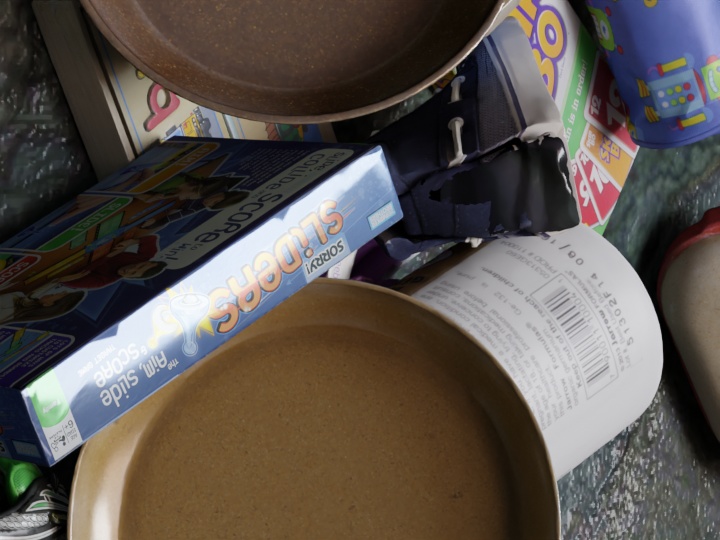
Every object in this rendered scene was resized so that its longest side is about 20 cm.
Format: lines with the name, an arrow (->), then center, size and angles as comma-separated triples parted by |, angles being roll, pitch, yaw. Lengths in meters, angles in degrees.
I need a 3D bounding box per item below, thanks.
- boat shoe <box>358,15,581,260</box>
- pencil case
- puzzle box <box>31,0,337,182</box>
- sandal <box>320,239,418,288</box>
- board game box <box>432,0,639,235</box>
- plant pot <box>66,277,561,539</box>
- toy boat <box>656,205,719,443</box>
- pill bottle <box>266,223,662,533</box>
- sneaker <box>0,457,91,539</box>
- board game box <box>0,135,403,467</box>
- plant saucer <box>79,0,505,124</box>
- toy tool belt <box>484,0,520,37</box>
boat shoe -> 0.040, -0.062, 1.268 | 0.200, 0.092, 0.075 | -104, -178, -73
pencil case -> 0.147, -0.165, 1.455 | 0.078, 0.087, 0.201 | -26, 105, -13
puzzle box -> -0.068, -0.064, 1.250 | 0.133, 0.025, 0.201 | -45, 126, -40
sandal -> -0.003, -0.006, 1.276 | 0.203, 0.050, 0.083 | -53, 131, -38
board game box -> 0.086, -0.100, 1.447 | 0.200, 0.030, 0.096 | 49, 55, -39
plant pot -> -0.018, 0.104, 1.107 | 0.027, 0.199, 0.201 | 37, 60, -78
toy boat -> 0.252, 0.026, 1.615 | 0.131, 0.130, 0.200 | -85, 155, -54
pill bottle -> 0.033, 0.062, 1.219 | 0.200, 0.114, 0.115 | -33, 118, -39
sneaker -> -0.127, 0.119, 1.145 | 0.200, 0.078, 0.086 | 11, 83, -51
board game box -> -0.097, 0.006, 1.106 | 0.200, 0.135, 0.035 | -35, 116, -35
plant saucer -> -0.030, -0.150, 1.175 | 0.037, 0.200, 0.201 | 107, 3, -71
toy tool belt -> 0.040, -0.174, 1.275 | 0.125, 0.122, 0.200 | 68, 34, -40
